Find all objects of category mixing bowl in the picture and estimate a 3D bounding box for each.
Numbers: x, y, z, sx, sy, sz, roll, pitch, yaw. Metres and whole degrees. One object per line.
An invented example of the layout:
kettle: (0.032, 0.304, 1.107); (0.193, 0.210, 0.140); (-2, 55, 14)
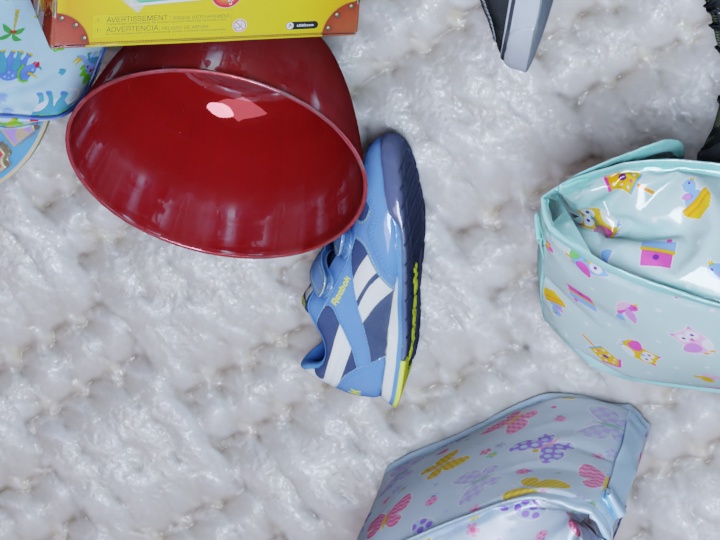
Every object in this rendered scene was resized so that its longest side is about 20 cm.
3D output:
mixing bowl: (-0.085, -0.108, 1.536); (0.199, 0.109, 0.200); (7, 147, 5)

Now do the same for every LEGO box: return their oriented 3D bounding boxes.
LEGO box: (-0.098, -0.221, 1.422); (0.199, 0.077, 0.150); (-4, 122, -18)

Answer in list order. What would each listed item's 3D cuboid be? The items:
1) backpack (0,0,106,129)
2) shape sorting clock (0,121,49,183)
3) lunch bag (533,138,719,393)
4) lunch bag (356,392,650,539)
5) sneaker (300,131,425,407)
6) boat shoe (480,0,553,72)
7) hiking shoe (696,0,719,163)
backpack: (-0.226, -0.192, 1.514); (0.163, 0.154, 0.200); (3, 130, -36)
shape sorting clock: (-0.306, -0.143, 1.629); (0.199, 0.039, 0.201); (5, 115, 10)
lunch bag: (0.209, 0.001, 1.495); (0.199, 0.122, 0.170); (10, 160, 8)
lunch bag: (0.104, 0.179, 1.610); (0.200, 0.170, 0.127); (-30, 104, 23)
sneaker: (0.000, 0.000, 1.607); (0.082, 0.074, 0.201); (9, 115, 11)
boat shoe: (0.088, -0.204, 1.464); (0.068, 0.074, 0.200); (15, 150, 12)
hiking shoe: (0.250, -0.156, 1.484); (0.100, 0.076, 0.201); (29, 109, 9)
